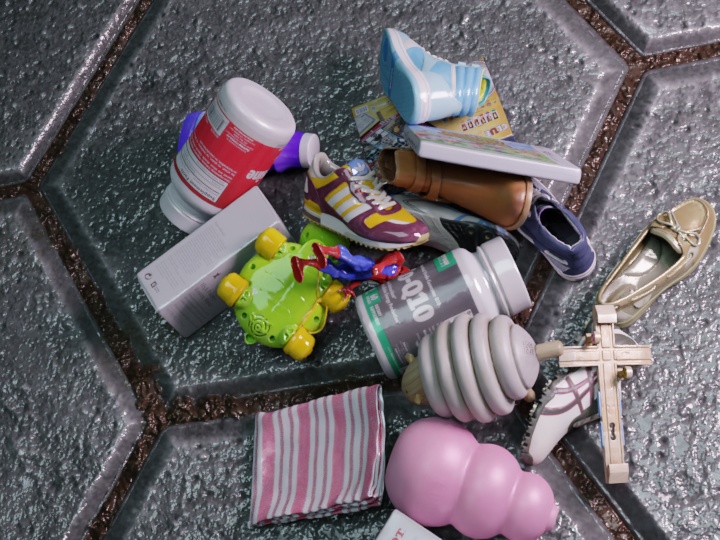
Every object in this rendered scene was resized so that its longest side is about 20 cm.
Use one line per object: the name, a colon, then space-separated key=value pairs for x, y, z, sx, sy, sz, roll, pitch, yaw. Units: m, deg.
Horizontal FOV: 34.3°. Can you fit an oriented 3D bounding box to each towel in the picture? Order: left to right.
towel: x=-0.056 y=0.224 z=1.413 sx=0.198 sy=0.030 sz=0.149 roll=-17 pitch=59 yaw=30

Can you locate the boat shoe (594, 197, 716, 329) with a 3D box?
boat shoe: x=0.359 y=-0.016 z=1.417 sx=0.200 sy=0.063 sz=0.073 roll=-43 pitch=62 yaw=-6

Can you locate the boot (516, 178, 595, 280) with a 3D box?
boot: x=0.222 y=-0.079 z=1.468 sx=0.073 sy=0.091 sz=0.200 roll=-40 pitch=61 yaw=-4

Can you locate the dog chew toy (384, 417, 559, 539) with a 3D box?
dog chew toy: x=0.130 y=0.249 z=1.335 sx=0.197 sy=0.125 sz=0.126 roll=20 pitch=72 yaw=15

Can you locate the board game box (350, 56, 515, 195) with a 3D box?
board game box: x=0.098 y=-0.195 z=1.589 sx=0.197 sy=0.035 sz=0.137 roll=-20 pitch=62 yaw=6

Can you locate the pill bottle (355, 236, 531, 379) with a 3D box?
pill bottle: x=0.102 y=0.043 z=1.435 sx=0.198 sy=0.113 sz=0.114 roll=-26 pitch=62 yaw=3

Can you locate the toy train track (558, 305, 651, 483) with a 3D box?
toy train track: x=0.288 y=0.139 z=1.329 sx=0.113 sy=0.033 sz=0.204 roll=-1 pitch=81 yaw=-10

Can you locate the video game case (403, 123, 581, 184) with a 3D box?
video game case: x=0.158 y=-0.147 z=1.446 sx=0.196 sy=0.182 sz=0.022 roll=9 pitch=103 yaw=-6

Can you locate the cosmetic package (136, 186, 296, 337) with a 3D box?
cosmetic package: x=-0.186 y=-0.010 z=1.549 sx=0.199 sy=0.102 sz=0.074 roll=-36 pitch=62 yaw=-1

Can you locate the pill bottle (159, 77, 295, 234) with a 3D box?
pill bottle: x=-0.182 y=-0.145 z=1.548 sx=0.201 sy=0.111 sz=0.113 roll=-51 pitch=58 yaw=25

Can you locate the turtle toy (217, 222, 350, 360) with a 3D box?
turtle toy: x=-0.085 y=0.016 z=1.505 sx=0.145 sy=0.101 sz=0.201 roll=39 pitch=80 yaw=0

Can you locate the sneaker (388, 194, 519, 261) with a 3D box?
sneaker: x=0.114 y=-0.057 z=1.507 sx=0.197 sy=0.073 sz=0.073 roll=17 pitch=39 yaw=14

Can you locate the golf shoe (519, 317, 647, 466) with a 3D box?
golf shoe: x=0.258 y=0.151 z=1.366 sx=0.087 sy=0.077 sz=0.201 roll=32 pitch=79 yaw=16

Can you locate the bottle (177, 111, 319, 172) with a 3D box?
bottle: x=-0.156 y=-0.175 z=1.634 sx=0.197 sy=0.065 sz=0.085 roll=7 pitch=75 yaw=18

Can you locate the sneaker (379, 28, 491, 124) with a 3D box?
sneaker: x=0.101 y=-0.261 z=1.565 sx=0.128 sy=0.080 sz=0.201 roll=-3 pitch=41 yaw=-14

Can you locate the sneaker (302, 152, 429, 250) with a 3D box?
sneaker: x=0.004 y=-0.089 z=1.462 sx=0.198 sy=0.074 sz=0.092 roll=20 pitch=114 yaw=35

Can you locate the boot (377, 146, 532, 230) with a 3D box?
boot: x=0.113 y=-0.106 z=1.437 sx=0.152 sy=0.200 sz=0.075 roll=12 pitch=96 yaw=-22

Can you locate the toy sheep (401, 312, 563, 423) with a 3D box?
toy sheep: x=0.138 y=0.111 z=1.341 sx=0.197 sy=0.138 sz=0.140 roll=-20 pitch=62 yaw=16

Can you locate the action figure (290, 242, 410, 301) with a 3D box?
action figure: x=0.000 y=0.000 z=1.449 sx=0.065 sy=0.199 sz=0.052 roll=-36 pitch=67 yaw=33

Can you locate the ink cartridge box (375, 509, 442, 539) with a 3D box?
ink cartridge box: x=0.089 y=0.385 z=1.265 sx=0.198 sy=0.145 sz=0.146 roll=29 pitch=77 yaw=26
